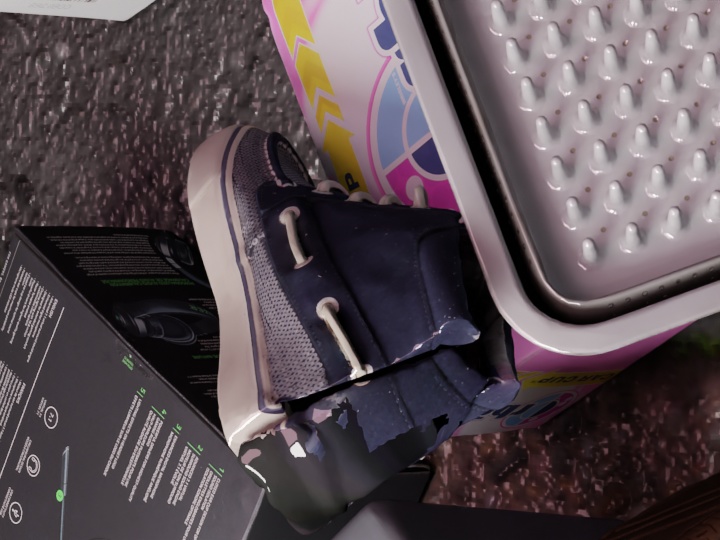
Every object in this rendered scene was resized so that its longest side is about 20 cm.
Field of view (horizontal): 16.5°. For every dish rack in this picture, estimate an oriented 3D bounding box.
[{"bbox_3d":[0.100,-0.079,0.813,0.171,0.044,0.201,-20,70,1],"label":"dish rack"}]

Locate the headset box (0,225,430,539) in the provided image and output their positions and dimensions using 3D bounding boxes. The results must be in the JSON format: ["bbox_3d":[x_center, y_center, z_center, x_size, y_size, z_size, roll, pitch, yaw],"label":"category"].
[{"bbox_3d":[-0.082,0.106,1.019,0.200,0.092,0.175,40,117,39],"label":"headset box"}]

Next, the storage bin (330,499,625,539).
[{"bbox_3d":[0.036,0.159,0.832,0.135,0.199,0.146,-51,55,22],"label":"storage bin"}]

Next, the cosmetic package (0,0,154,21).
[{"bbox_3d":[-0.143,-0.215,1.071,0.081,0.112,0.201,-26,74,44],"label":"cosmetic package"}]

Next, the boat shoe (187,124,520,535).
[{"bbox_3d":[0.000,0.000,0.844,0.092,0.075,0.201,-29,36,12],"label":"boat shoe"}]

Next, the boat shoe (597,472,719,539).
[{"bbox_3d":[0.128,0.091,0.725,0.074,0.202,0.075,-25,88,36],"label":"boat shoe"}]

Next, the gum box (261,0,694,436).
[{"bbox_3d":[0.045,-0.056,0.902,0.113,0.066,0.201,-38,64,39],"label":"gum box"}]
